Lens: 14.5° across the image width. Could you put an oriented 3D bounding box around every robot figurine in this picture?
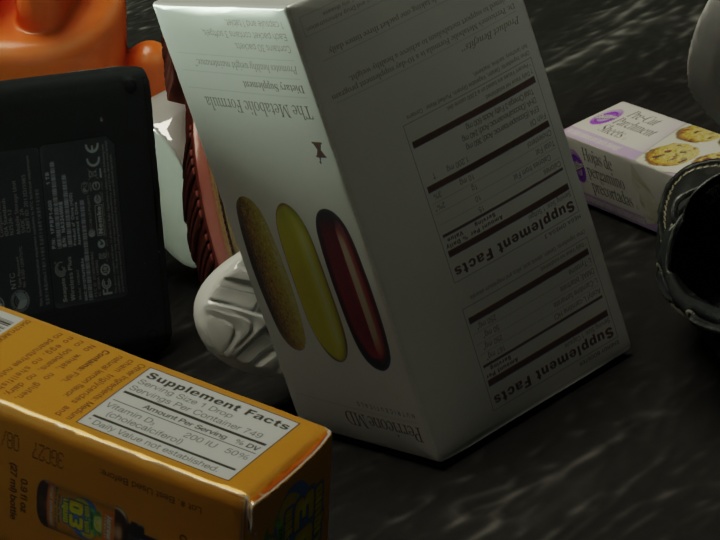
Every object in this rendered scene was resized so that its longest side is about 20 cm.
[{"bbox_3d":[-0.179,-0.096,1.504,0.143,0.200,0.117,-14,45,-20],"label":"robot figurine"}]

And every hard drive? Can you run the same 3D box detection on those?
[{"bbox_3d":[-0.184,-0.016,1.328,0.200,0.140,0.033,-11,10,-37],"label":"hard drive"}]

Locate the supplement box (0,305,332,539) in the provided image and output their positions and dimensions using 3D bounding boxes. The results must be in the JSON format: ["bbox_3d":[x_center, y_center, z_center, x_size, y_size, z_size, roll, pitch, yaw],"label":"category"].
[{"bbox_3d":[-0.109,0.071,1.102,0.200,0.067,0.069,21,33,27],"label":"supplement box"}]

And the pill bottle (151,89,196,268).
[{"bbox_3d":[-0.021,-0.083,1.481,0.200,0.115,0.114,-28,20,-23],"label":"pill bottle"}]

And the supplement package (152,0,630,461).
[{"bbox_3d":[0.014,-0.038,1.180,0.109,0.200,0.114,-28,19,-27],"label":"supplement package"}]

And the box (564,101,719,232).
[{"bbox_3d":[0.153,-0.039,1.298,0.041,0.039,0.200,-24,19,-14],"label":"box"}]

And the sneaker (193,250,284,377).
[{"bbox_3d":[0.000,0.000,1.311,0.200,0.078,0.099,-20,9,-32],"label":"sneaker"}]

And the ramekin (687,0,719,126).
[{"bbox_3d":[0.231,-0.086,1.058,0.200,0.098,0.201,-25,-25,-13],"label":"ramekin"}]

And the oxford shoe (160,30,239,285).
[{"bbox_3d":[-0.051,-0.060,1.371,0.075,0.201,0.070,-4,-16,-11],"label":"oxford shoe"}]

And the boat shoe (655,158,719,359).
[{"bbox_3d":[0.152,-0.006,1.112,0.074,0.066,0.200,-17,30,8],"label":"boat shoe"}]
